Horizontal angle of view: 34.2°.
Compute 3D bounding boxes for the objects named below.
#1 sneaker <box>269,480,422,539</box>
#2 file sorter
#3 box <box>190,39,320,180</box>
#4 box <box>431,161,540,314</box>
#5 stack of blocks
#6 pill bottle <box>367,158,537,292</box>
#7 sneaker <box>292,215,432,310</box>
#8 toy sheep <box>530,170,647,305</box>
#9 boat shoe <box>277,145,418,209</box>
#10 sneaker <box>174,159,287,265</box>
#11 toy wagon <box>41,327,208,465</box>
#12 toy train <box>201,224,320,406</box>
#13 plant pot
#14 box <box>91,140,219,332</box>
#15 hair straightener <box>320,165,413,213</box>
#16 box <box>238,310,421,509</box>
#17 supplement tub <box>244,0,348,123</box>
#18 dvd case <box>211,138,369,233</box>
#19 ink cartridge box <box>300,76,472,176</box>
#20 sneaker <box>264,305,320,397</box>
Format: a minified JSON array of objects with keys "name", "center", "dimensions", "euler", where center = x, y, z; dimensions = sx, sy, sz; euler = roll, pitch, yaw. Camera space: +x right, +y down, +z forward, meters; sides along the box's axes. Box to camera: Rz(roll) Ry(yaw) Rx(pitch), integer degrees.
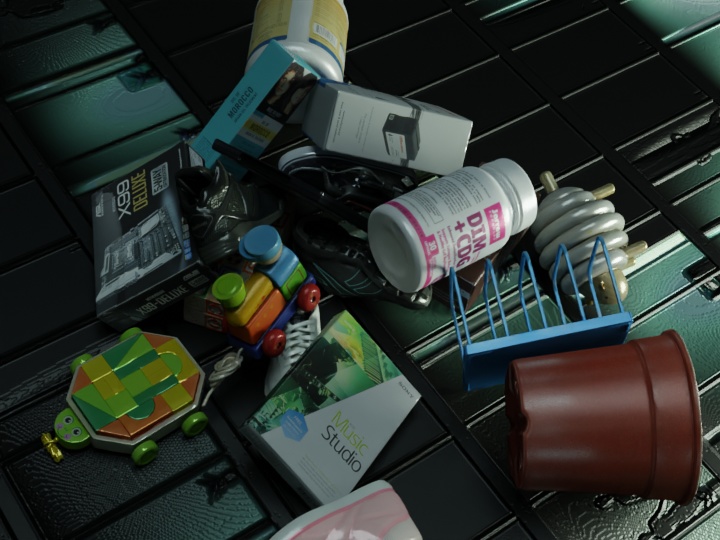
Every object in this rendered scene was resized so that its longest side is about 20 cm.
[{"name":"sneaker","center":[-0.019,0.311,1.263],"dimensions":[0.198,0.076,0.105],"euler":[-23,53,-29]},{"name":"file sorter","center":[0.210,0.051,1.424],"dimensions":[0.197,0.139,0.124],"euler":[-12,66,-1]},{"name":"box","center":[-0.146,-0.207,1.578],"dimensions":[0.049,0.082,0.201],"euler":[44,101,24]},{"name":"box","center":[0.152,-0.045,1.575],"dimensions":[0.099,0.075,0.200],"euler":[31,52,15]},{"name":"stack of blocks","center":[-0.167,-0.021,1.513],"dimensions":[0.113,0.059,0.202],"euler":[16,51,4]},{"name":"pill bottle","center":[0.117,-0.061,1.464],"dimensions":[0.198,0.114,0.114],"euler":[-26,60,-26]},{"name":"sneaker","center":[0.000,0.000,1.515],"dimensions":[0.198,0.080,0.076],"euler":[28,46,6]},{"name":"toy sheep","center":[0.293,-0.044,1.557],"dimensions":[0.136,0.138,0.202],"euler":[-19,69,-23]},{"name":"boat shoe","center":[-0.017,-0.116,1.610],"dimensions":[0.197,0.072,0.069],"euler":[11,49,-10]},{"name":"sneaker","center":[-0.157,-0.092,1.432],"dimensions":[0.116,0.075,0.199],"euler":[64,29,-11]},{"name":"toy wagon","center":[-0.279,0.154,1.369],"dimensions":[0.198,0.040,0.155],"euler":[-29,61,-28]},{"name":"toy train","center":[-0.139,0.052,1.352],"dimensions":[0.084,0.116,0.201],"euler":[23,65,33]},{"name":"plant pot","center":[0.271,0.174,1.357],"dimensions":[0.192,0.202,0.203],"euler":[-3,51,0]},{"name":"box","center":[-0.261,-0.044,1.472],"dimensions":[0.156,0.050,0.202],"euler":[-26,51,18]},{"name":"hair straightener","center":[0.033,-0.105,1.545],"dimensions":[0.198,0.077,0.041],"euler":[23,36,-32]},{"name":"box","center":[-0.031,0.164,1.363],"dimensions":[0.145,0.036,0.200],"euler":[48,53,-10]},{"name":"supplement tub","center":[-0.091,-0.332,1.716],"dimensions":[0.142,0.146,0.202],"euler":[7,51,-3]},{"name":"dvd case","center":[-0.084,-0.106,1.499],"dimensions":[0.199,0.142,0.018],"euler":[29,91,35]},{"name":"ink cartridge box","center":[0.034,-0.196,1.601],"dimensions":[0.197,0.085,0.145],"euler":[11,13,-19]},{"name":"sneaker","center":[-0.078,0.099,1.420],"dimensions":[0.075,0.081,0.202],"euler":[0,53,-11]}]
